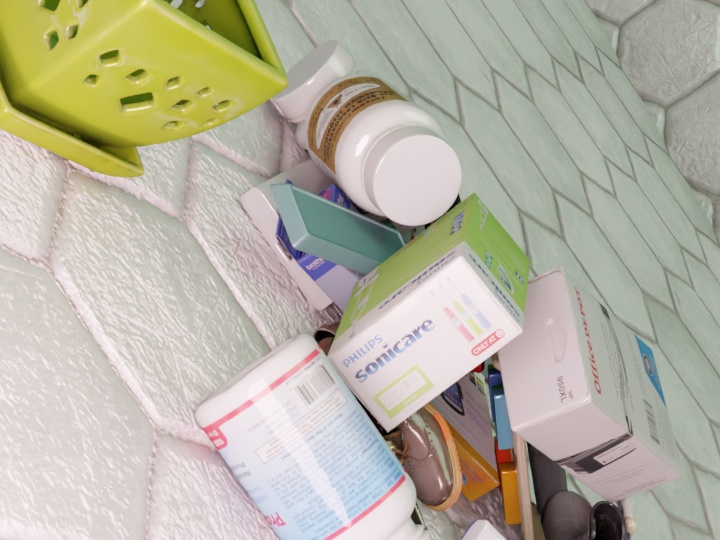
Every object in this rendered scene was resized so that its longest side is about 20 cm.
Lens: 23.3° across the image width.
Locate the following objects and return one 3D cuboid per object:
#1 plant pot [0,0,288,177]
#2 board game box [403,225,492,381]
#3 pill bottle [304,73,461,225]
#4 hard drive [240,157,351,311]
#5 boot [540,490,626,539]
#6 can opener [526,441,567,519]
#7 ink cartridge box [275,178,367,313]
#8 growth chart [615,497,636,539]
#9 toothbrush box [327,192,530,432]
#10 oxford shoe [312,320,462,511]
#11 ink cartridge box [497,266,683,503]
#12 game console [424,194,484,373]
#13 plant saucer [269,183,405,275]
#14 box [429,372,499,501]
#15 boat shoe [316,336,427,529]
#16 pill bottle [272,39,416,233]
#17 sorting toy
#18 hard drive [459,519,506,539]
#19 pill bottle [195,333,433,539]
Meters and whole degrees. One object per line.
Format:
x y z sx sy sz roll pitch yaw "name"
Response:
-0.204 -0.198 1.369 0.200 0.181 0.200 24 36 -56 "plant pot"
0.117 0.020 1.954 0.147 0.064 0.201 33 31 -50 "board game box"
0.023 -0.116 1.707 0.114 0.114 0.200 45 1 -27 "pill bottle"
-0.043 -0.040 1.728 0.132 0.026 0.200 55 19 -1 "hard drive"
0.222 0.262 1.669 0.069 0.132 0.200 6 42 -8 "boot"
0.198 0.178 1.773 0.053 0.066 0.201 -99 -177 -61 "can opener"
0.000 0.000 1.664 0.200 0.042 0.119 45 25 -20 "ink cartridge box"
0.253 0.301 1.720 0.145 0.018 0.201 -86 179 -69 "growth chart"
0.062 0.031 1.486 0.086 0.145 0.200 50 16 -8 "toothbrush box"
0.018 0.130 1.552 0.073 0.071 0.200 5 44 -54 "oxford shoe"
0.209 0.109 1.616 0.200 0.084 0.145 38 35 -47 "ink cartridge box"
0.095 -0.014 1.754 0.200 0.031 0.177 -104 -170 -50 "game console"
-0.009 -0.031 1.614 0.200 0.019 0.070 22 40 -54 "plant saucer"
0.082 0.125 1.739 0.119 0.041 0.200 46 19 -25 "box"
0.003 0.151 1.464 0.200 0.070 0.070 56 16 -2 "boat shoe"
0.003 -0.141 1.867 0.200 0.113 0.113 48 21 -20 "pill bottle"
0.145 0.166 1.701 0.185 0.036 0.201 -85 164 -80 "sorting toy"
0.127 0.319 1.420 0.200 0.025 0.132 46 65 -17 "hard drive"
-0.028 0.156 1.321 0.200 0.109 0.109 55 19 -2 "pill bottle"
